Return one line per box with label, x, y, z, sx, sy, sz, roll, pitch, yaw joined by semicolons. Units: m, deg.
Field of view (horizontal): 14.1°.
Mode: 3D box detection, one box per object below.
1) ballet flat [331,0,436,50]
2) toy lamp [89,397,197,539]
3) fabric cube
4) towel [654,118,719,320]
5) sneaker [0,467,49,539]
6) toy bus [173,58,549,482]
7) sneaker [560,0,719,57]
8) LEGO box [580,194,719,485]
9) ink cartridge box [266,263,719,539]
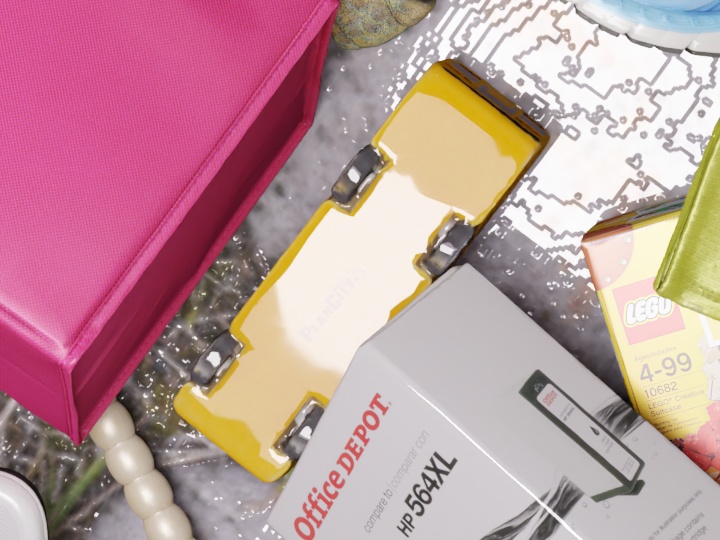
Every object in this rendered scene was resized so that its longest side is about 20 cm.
ballet flat;-0.044;-0.184;1.333;0.071;0.071;0.200;-38;90;11
toy lamp;-0.114;0.077;1.377;0.058;0.058;0.200;-29;94;11
fabric cube;-0.149;-0.070;1.265;0.199;0.200;0.196;35;76;4
towel;0.200;-0.067;1.241;0.086;0.018;0.200;22;99;6
sneaker;-0.178;0.153;1.360;0.073;0.112;0.200;21;120;4
toy bus;0.000;0.000;1.337;0.065;0.078;0.200;38;101;2
sneaker;0.174;-0.143;1.289;0.200;0.078;0.090;8;110;-1
LEGO box;0.218;0.023;1.305;0.200;0.077;0.149;-18;94;11
ink cartridge box;0.071;0.119;1.289;0.200;0.084;0.146;41;138;13
